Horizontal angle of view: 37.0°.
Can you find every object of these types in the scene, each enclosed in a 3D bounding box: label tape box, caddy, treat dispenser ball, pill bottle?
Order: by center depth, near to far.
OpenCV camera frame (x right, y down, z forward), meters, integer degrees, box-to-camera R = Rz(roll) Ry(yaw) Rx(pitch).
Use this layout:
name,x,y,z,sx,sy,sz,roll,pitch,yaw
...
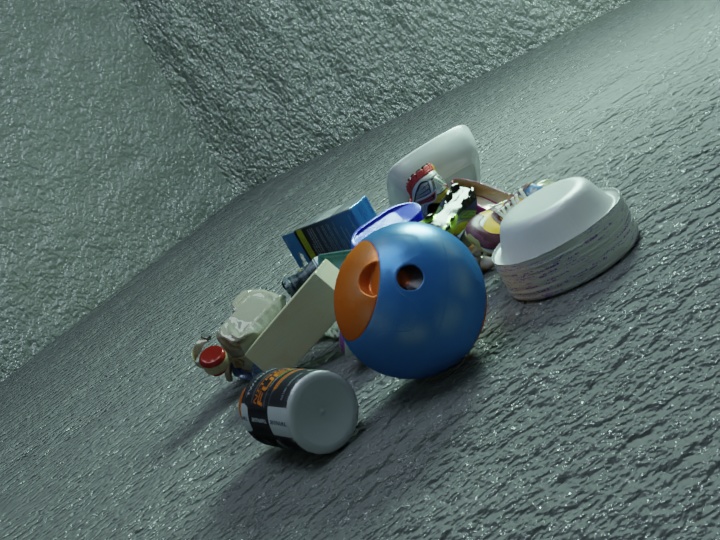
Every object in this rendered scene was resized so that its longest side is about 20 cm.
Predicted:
name,x,y,z,sx,sy,sz,roll,pitch,yaw
treat dispenser ball,0.064,0.039,1.387,0.200,0.202,0.201,-29,13,7
pill bottle,-0.092,0.182,1.419,0.106,0.107,0.199,-37,14,-26
caddy,0.071,-0.025,1.803,0.141,0.106,0.199,26,46,36
label tape box,-0.039,-0.045,2.067,0.199,0.144,0.066,-18,18,45

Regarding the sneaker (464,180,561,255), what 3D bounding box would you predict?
name,x,y,z,sx,sy,sz,roll,pitch,yaw
sneaker,0.235,-0.089,1.615,0.199,0.075,0.091,-22,-34,-44

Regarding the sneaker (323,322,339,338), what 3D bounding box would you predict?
name,x,y,z,sx,sy,sz,roll,pitch,yaw
sneaker,-0.049,0.068,1.814,0.199,0.082,0.075,-14,19,47

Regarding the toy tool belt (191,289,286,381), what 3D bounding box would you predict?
name,x,y,z,sx,sy,sz,roll,pitch,yaw
toy tool belt,-0.192,0.136,1.870,0.124,0.124,0.200,13,48,33

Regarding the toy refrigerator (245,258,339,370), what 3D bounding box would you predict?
name,x,y,z,sx,sy,sz,roll,pitch,yaw
toy refrigerator,-0.093,0.081,1.722,0.200,0.076,0.070,-49,3,27

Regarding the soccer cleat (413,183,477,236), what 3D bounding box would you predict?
name,x,y,z,sx,sy,sz,roll,pitch,yaw
soccer cleat,0.129,-0.059,1.700,0.064,0.084,0.200,19,43,26

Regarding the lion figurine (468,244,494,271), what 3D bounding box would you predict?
name,x,y,z,sx,sy,sz,roll,pitch,yaw
lion figurine,0.157,-0.001,1.664,0.199,0.073,0.122,-23,-3,-40

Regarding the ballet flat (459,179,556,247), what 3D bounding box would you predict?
name,x,y,z,sx,sy,sz,roll,pitch,yaw
ballet flat,0.251,-0.084,1.748,0.199,0.068,0.062,-34,34,-7

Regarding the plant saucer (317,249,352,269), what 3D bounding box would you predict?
name,x,y,z,sx,sy,sz,roll,pitch,yaw
plant saucer,0.000,0.000,1.728,0.019,0.071,0.199,4,-8,-42

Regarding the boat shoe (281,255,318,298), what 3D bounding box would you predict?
name,x,y,z,sx,sy,sz,roll,pitch,yaw
boat shoe,-0.094,0.027,1.969,0.090,0.071,0.200,-30,-12,-4

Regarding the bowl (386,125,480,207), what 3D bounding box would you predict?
name,x,y,z,sx,sy,sz,roll,pitch,yaw
bowl,0.154,-0.166,2.092,0.199,0.075,0.200,-31,-31,-9

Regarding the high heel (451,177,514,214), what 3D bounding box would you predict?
name,x,y,z,sx,sy,sz,roll,pitch,yaw
high heel,0.234,-0.131,1.878,0.067,0.096,0.200,-35,13,-22

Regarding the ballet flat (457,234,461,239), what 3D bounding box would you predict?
name,x,y,z,sx,sy,sz,roll,pitch,yaw
ballet flat,0.120,-0.052,1.940,0.199,0.070,0.069,-18,18,42

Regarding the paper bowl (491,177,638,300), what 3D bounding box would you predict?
name,x,y,z,sx,sy,sz,roll,pitch,yaw
paper bowl,0.273,-0.053,1.485,0.200,0.105,0.201,-30,13,8

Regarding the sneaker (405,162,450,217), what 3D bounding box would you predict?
name,x,y,z,sx,sy,sz,roll,pitch,yaw
sneaker,0.128,-0.109,1.977,0.078,0.082,0.200,-37,-23,-13

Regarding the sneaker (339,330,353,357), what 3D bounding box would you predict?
name,x,y,z,sx,sy,sz,roll,pitch,yaw
sneaker,0.028,0.085,1.644,0.099,0.076,0.200,-4,16,10
